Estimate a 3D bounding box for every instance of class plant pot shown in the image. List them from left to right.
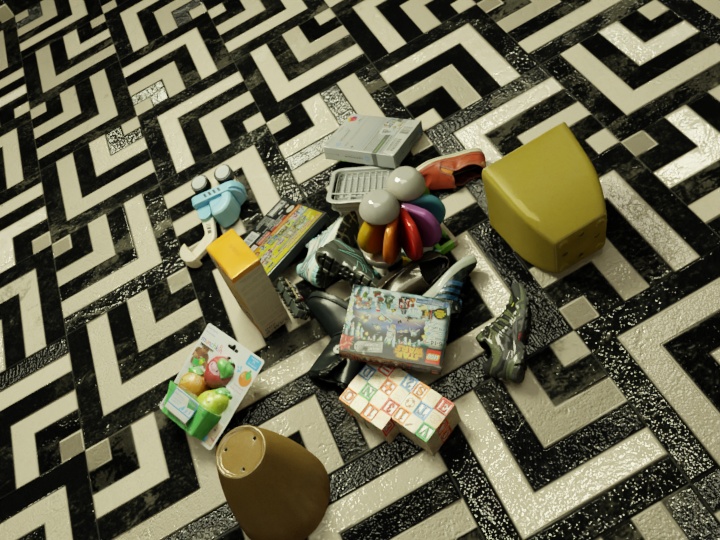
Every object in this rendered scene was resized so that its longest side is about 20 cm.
[{"bbox_3d":[-0.168,0.357,1.345,0.182,0.201,0.190,-10,51,13],"label":"plant pot"},{"bbox_3d":[0.374,-0.119,1.500,0.192,0.197,0.202,-29,56,-2],"label":"plant pot"}]

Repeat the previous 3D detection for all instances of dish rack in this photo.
[{"bbox_3d":[0.014,-0.179,1.731,0.167,0.044,0.201,-4,29,5],"label":"dish rack"}]

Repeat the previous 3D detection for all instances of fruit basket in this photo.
[{"bbox_3d":[-0.306,0.227,1.551,0.183,0.093,0.203,27,87,35],"label":"fruit basket"}]

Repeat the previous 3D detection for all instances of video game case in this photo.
[{"bbox_3d":[-0.189,-0.075,1.771,0.201,0.026,0.179,-49,40,-17],"label":"video game case"}]

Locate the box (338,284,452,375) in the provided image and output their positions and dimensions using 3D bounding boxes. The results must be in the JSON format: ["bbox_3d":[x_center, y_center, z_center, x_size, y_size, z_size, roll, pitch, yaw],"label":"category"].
[{"bbox_3d":[0.067,0.110,1.451,0.195,0.040,0.140,8,64,10],"label":"box"}]

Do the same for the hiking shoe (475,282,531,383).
[{"bbox_3d":[0.264,0.109,1.440,0.098,0.076,0.203,2,56,18],"label":"hiking shoe"}]

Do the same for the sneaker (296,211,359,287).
[{"bbox_3d":[-0.076,-0.061,1.706,0.085,0.078,0.202,14,61,34],"label":"sneaker"}]

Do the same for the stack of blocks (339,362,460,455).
[{"bbox_3d":[0.071,0.253,1.419,0.198,0.059,0.116,29,69,35],"label":"stack of blocks"}]

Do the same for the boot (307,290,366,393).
[{"bbox_3d":[-0.062,0.144,1.543,0.197,0.077,0.169,22,61,26],"label":"boot"}]

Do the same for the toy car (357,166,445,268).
[{"bbox_3d":[0.093,-0.092,1.558,0.149,0.177,0.200,30,57,30],"label":"toy car"}]

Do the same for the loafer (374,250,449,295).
[{"bbox_3d":[0.101,0.019,1.544,0.199,0.074,0.071,-40,8,-24],"label":"loafer"}]

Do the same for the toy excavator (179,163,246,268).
[{"bbox_3d":[-0.357,-0.127,1.865,0.191,0.100,0.203,-23,58,5],"label":"toy excavator"}]

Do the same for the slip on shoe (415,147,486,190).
[{"bbox_3d":[0.189,-0.211,1.719,0.196,0.075,0.062,-19,52,1],"label":"slip on shoe"}]

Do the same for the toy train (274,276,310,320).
[{"bbox_3d":[-0.142,0.058,1.625,0.035,0.045,0.200,-65,25,10],"label":"toy train"}]

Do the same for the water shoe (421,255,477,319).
[{"bbox_3d":[0.174,0.057,1.535,0.200,0.072,0.079,-43,78,-14],"label":"water shoe"}]

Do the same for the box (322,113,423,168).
[{"bbox_3d":[0.030,-0.313,1.854,0.196,0.042,0.157,12,46,27],"label":"box"}]

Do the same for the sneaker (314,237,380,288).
[{"bbox_3d":[0.000,0.000,1.610,0.199,0.076,0.079,38,50,13],"label":"sneaker"}]

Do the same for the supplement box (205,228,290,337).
[{"bbox_3d":[-0.234,0.029,1.618,0.073,0.202,0.126,-36,48,-13],"label":"supplement box"}]

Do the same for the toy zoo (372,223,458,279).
[{"bbox_3d":[0.096,-0.045,1.660,0.198,0.021,0.132,-33,50,-4],"label":"toy zoo"}]
